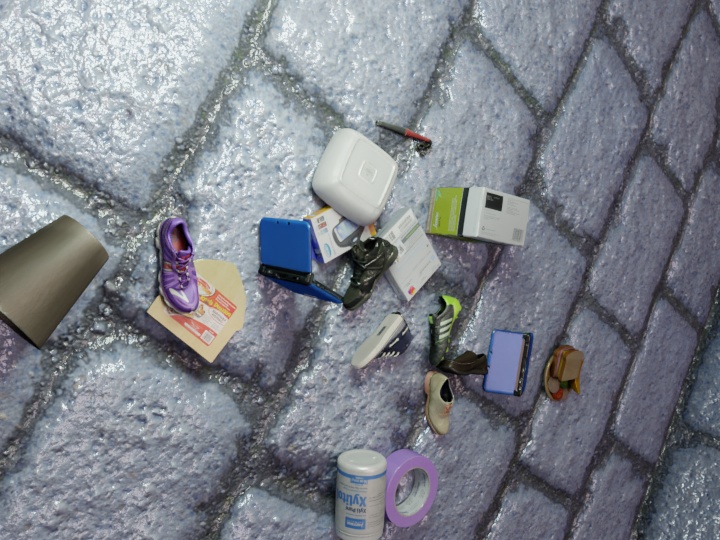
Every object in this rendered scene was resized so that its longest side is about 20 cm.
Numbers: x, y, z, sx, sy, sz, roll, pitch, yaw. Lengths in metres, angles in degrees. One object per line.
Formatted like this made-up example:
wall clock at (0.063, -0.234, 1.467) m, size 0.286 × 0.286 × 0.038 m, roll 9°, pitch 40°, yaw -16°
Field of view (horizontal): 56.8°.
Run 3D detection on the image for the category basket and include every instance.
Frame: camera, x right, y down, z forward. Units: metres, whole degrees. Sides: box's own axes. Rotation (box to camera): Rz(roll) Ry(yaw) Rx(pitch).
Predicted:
basket at (-0.563, 0.007, 1.188) m, size 0.200 × 0.136 × 0.181 m, roll -52°, pitch 128°, yaw -25°

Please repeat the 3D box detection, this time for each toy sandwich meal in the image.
toy sandwich meal at (0.709, 0.358, 2.297) m, size 0.204 × 0.070 × 0.207 m, roll -7°, pitch 101°, yaw -38°

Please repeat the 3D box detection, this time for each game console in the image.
game console at (0.476, 0.291, 2.134) m, size 0.171 × 0.118 × 0.201 m, roll 7°, pitch 93°, yaw -70°
game console at (-0.131, -0.023, 1.473) m, size 0.170 × 0.199 × 0.119 m, roll 32°, pitch 77°, yaw -37°

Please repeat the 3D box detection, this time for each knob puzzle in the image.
knob puzzle at (-0.333, 0.065, 1.435) m, size 0.218 × 0.030 × 0.221 m, roll 4°, pitch 82°, yaw -31°

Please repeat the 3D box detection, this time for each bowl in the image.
bowl at (0.001, -0.228, 1.608) m, size 0.200 × 0.074 × 0.201 m, roll 34°, pitch 68°, yaw -27°

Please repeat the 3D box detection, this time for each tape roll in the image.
tape roll at (0.125, 0.609, 1.869) m, size 0.199 × 0.065 × 0.202 m, roll -7°, pitch 100°, yaw -39°

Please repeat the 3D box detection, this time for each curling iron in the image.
curling iron at (0.119, -0.352, 1.747) m, size 0.199 × 0.025 × 0.050 m, roll 20°, pitch 81°, yaw -39°

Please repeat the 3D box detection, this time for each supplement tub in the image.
supplement tub at (0.000, 0.579, 1.721) m, size 0.131 × 0.132 × 0.201 m, roll -2°, pitch 97°, yaw -38°

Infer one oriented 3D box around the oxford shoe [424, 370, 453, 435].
oxford shoe at (0.232, 0.390, 1.916) m, size 0.071 × 0.074 × 0.201 m, roll -23°, pitch 111°, yaw -34°

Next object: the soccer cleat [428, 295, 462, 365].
soccer cleat at (0.222, 0.167, 1.891) m, size 0.081 × 0.067 × 0.201 m, roll 23°, pitch 81°, yaw -21°

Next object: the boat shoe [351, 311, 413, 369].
boat shoe at (0.065, 0.207, 1.753) m, size 0.200 × 0.074 × 0.093 m, roll -46°, pitch 114°, yaw -25°

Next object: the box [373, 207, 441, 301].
box at (0.120, -0.043, 1.785) m, size 0.156 × 0.041 × 0.200 m, roll -47°, pitch 121°, yaw -23°

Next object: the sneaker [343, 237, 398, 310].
sneaker at (0.000, 0.000, 1.652) m, size 0.114 × 0.076 × 0.200 m, roll 33°, pitch 94°, yaw -42°

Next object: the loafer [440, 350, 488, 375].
loafer at (0.306, 0.270, 1.968) m, size 0.199 × 0.073 × 0.072 m, roll 9°, pitch 86°, yaw -47°

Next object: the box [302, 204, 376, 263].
box at (-0.057, -0.104, 1.635) m, size 0.200 × 0.041 × 0.120 m, roll -32°, pitch 116°, yaw -33°

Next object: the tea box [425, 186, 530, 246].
tea box at (0.320, -0.147, 1.829) m, size 0.199 × 0.196 × 0.135 m, roll 8°, pitch 91°, yaw -38°

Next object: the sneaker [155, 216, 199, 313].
sneaker at (-0.369, -0.010, 1.353) m, size 0.080 × 0.083 × 0.201 m, roll -15°, pitch 96°, yaw -32°
